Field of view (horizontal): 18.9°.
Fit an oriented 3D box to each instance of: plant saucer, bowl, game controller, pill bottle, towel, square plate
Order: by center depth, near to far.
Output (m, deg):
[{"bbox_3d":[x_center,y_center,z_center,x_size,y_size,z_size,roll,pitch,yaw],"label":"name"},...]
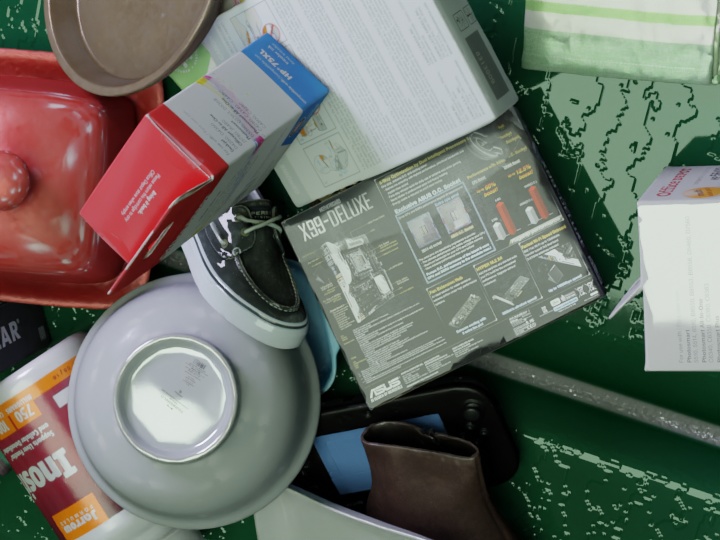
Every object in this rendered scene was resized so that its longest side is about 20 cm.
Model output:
[{"bbox_3d":[0.197,-0.239,1.567,0.151,0.023,0.202,8,107,17],"label":"towel"},{"bbox_3d":[-0.165,-0.228,1.640,0.199,0.029,0.202,-11,74,39],"label":"plant saucer"},{"bbox_3d":[-0.133,0.099,1.648,0.199,0.090,0.203,0,86,5],"label":"bowl"},{"bbox_3d":[0.023,0.139,1.700,0.199,0.042,0.105,-12,115,21],"label":"game controller"},{"bbox_3d":[0.005,0.262,1.704,0.199,0.028,0.199,17,127,35],"label":"square plate"},{"bbox_3d":[-0.214,0.160,1.754,0.113,0.113,0.201,-33,92,23],"label":"pill bottle"}]

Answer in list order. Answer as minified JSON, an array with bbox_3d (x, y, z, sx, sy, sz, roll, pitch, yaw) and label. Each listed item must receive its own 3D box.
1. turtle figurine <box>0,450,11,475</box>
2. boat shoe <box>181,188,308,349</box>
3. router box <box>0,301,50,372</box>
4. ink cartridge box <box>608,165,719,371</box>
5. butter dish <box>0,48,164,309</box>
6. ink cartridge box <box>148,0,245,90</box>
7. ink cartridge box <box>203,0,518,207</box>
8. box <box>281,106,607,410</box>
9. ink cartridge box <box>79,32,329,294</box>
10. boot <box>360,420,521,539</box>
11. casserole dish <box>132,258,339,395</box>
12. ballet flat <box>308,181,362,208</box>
[{"bbox_3d":[-0.365,0.170,1.821,0.149,0.101,0.201,15,113,14],"label":"turtle figurine"},{"bbox_3d":[-0.094,-0.027,1.650,0.200,0.072,0.071,53,126,32],"label":"boat shoe"},{"bbox_3d":[-0.363,0.073,1.735,0.156,0.200,0.053,-11,99,21],"label":"router box"},{"bbox_3d":[0.281,-0.004,1.540,0.199,0.129,0.126,0,103,18],"label":"ink cartridge box"},{"bbox_3d":[-0.262,-0.070,1.670,0.198,0.148,0.201,5,94,4],"label":"butter dish"},{"bbox_3d":[-0.050,-0.196,1.633,0.117,0.067,0.200,47,112,1],"label":"ink cartridge box"},{"bbox_3d":[-0.004,-0.152,1.583,0.199,0.047,0.161,-23,101,38],"label":"ink cartridge box"},{"bbox_3d":[0.062,-0.009,1.624,0.199,0.050,0.158,-27,89,8],"label":"box"},{"bbox_3d":[-0.120,-0.076,1.534,0.067,0.200,0.116,44,130,5],"label":"ink cartridge box"},{"bbox_3d":[0.092,0.204,1.658,0.199,0.072,0.167,14,134,22],"label":"boot"},{"bbox_3d":[-0.101,0.053,1.729,0.199,0.039,0.122,-12,98,20],"label":"casserole dish"},{"bbox_3d":[0.000,0.000,1.678,0.067,0.046,0.201,-9,101,20],"label":"ballet flat"}]
